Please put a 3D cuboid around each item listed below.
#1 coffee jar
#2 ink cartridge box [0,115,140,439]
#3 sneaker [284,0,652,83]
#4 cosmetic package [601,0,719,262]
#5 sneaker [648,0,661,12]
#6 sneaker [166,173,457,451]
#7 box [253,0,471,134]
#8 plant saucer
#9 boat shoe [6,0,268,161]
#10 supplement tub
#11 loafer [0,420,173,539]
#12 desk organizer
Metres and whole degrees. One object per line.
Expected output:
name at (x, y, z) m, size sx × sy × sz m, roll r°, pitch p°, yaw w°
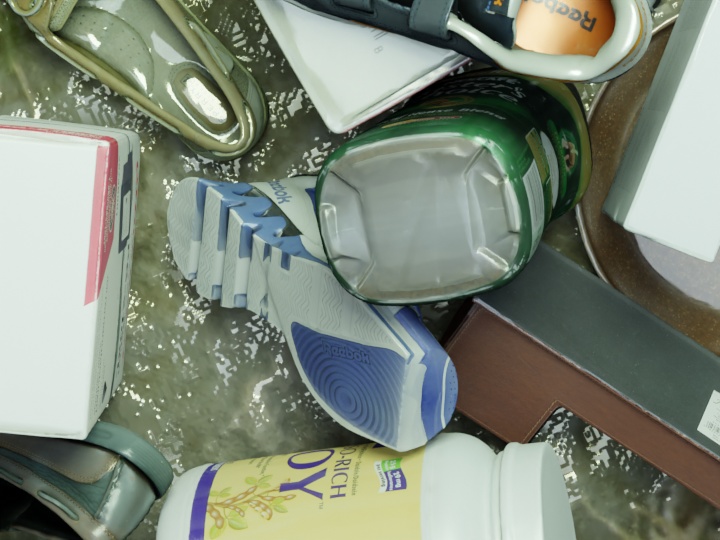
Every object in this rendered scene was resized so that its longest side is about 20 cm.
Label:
coffee jar at (0.053, -0.048, 1.123) m, size 0.104 × 0.200 × 0.086 m, roll -8°, pitch 102°, yaw 18°
ink cartridge box at (-0.164, -0.002, 1.154) m, size 0.084 × 0.200 × 0.145 m, roll 5°, pitch 95°, yaw -2°
sneaker at (0.036, -0.137, 0.998) m, size 0.199 × 0.079 × 0.079 m, roll 16°, pitch 94°, yaw -2°
cosmetic package at (0.183, -0.109, 1.123) m, size 0.051 × 0.151 × 0.201 m, roll 21°, pitch 96°, yaw -2°
sneaker at (0.144, -0.211, 1.169) m, size 0.075 × 0.115 × 0.201 m, roll 16°, pitch 95°, yaw 0°
sneaker at (0.000, 0.000, 1.179) m, size 0.115 × 0.199 × 0.081 m, roll -19°, pitch 133°, yaw -35°
box at (0.003, -0.149, 1.135) m, size 0.109 × 0.200 × 0.128 m, roll -30°, pitch 94°, yaw 3°
plant saucer at (0.214, -0.049, 1.221) m, size 0.199 × 0.037 × 0.201 m, roll 0°, pitch 94°, yaw 1°
boat shoe at (-0.132, -0.134, 1.209) m, size 0.073 × 0.063 × 0.201 m, roll -45°, pitch 92°, yaw 4°
supplement tub at (0.007, 0.163, 1.169) m, size 0.199 × 0.145 × 0.146 m, roll -9°, pitch 95°, yaw 12°
loafer at (-0.185, 0.111, 1.176) m, size 0.072 × 0.199 × 0.063 m, roll 49°, pitch 56°, yaw -35°
desk organizer at (0.138, 0.072, 1.202) m, size 0.200 × 0.072 × 0.077 m, roll 33°, pitch 131°, yaw -1°
